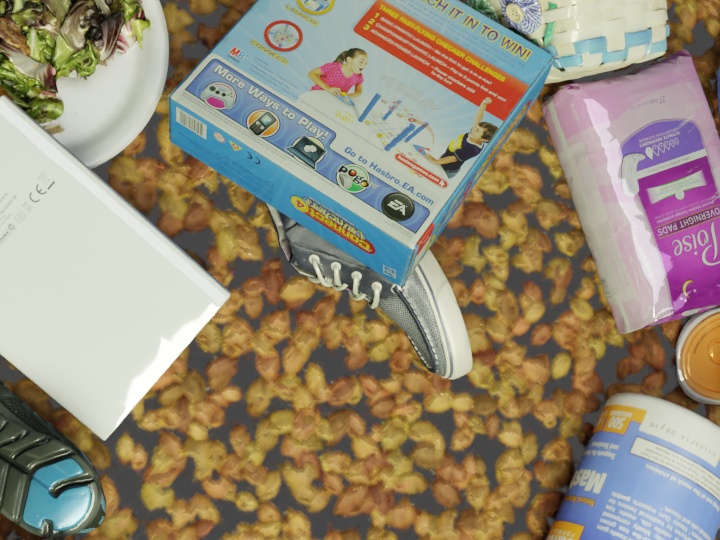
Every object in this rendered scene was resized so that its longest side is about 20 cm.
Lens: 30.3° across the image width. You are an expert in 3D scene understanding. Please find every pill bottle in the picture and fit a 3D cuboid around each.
[{"bbox_3d":[0.193,0.201,0.967,0.112,0.112,0.201,31,73,-11],"label":"pill bottle"}]

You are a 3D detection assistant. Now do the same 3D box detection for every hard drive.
[{"bbox_3d":[-0.205,-0.001,0.896,0.200,0.025,0.132,42,90,-9],"label":"hard drive"}]

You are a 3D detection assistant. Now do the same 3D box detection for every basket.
[{"bbox_3d":[0.144,-0.243,0.986,0.138,0.176,0.202,-11,94,-27],"label":"basket"}]

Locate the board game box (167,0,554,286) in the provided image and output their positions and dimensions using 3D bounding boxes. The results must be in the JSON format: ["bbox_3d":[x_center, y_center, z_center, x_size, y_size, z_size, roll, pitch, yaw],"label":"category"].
[{"bbox_3d":[0.002,-0.121,0.935,0.199,0.056,0.196,32,62,10],"label":"board game box"}]

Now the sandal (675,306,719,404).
[{"bbox_3d":[0.351,0.066,1.066,0.205,0.059,0.080,1,81,-18],"label":"sandal"}]

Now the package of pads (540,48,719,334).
[{"bbox_3d":[0.228,-0.061,1.038,0.120,0.076,0.201,-18,87,-17],"label":"package of pads"}]

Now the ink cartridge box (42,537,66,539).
[{"bbox_3d":[-0.203,0.260,0.821,0.125,0.128,0.201,-28,92,-20],"label":"ink cartridge box"}]

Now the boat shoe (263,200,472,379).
[{"bbox_3d":[0.000,0.000,0.962,0.092,0.075,0.201,-24,81,-15],"label":"boat shoe"}]

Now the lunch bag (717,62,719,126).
[{"bbox_3d":[0.386,-0.164,1.077,0.169,0.128,0.201,27,43,-17],"label":"lunch bag"}]

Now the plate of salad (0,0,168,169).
[{"bbox_3d":[-0.230,-0.162,0.920,0.198,0.048,0.202,3,80,-17],"label":"plate of salad"}]

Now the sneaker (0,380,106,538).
[{"bbox_3d":[-0.248,0.107,0.865,0.200,0.082,0.073,40,79,12],"label":"sneaker"}]
